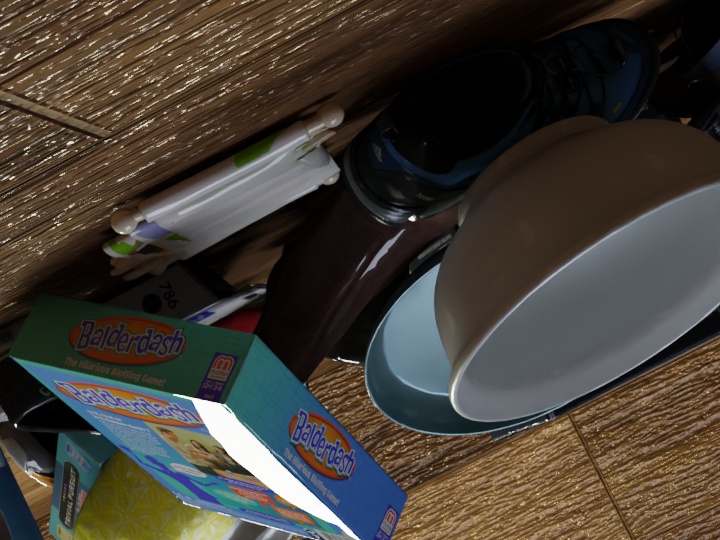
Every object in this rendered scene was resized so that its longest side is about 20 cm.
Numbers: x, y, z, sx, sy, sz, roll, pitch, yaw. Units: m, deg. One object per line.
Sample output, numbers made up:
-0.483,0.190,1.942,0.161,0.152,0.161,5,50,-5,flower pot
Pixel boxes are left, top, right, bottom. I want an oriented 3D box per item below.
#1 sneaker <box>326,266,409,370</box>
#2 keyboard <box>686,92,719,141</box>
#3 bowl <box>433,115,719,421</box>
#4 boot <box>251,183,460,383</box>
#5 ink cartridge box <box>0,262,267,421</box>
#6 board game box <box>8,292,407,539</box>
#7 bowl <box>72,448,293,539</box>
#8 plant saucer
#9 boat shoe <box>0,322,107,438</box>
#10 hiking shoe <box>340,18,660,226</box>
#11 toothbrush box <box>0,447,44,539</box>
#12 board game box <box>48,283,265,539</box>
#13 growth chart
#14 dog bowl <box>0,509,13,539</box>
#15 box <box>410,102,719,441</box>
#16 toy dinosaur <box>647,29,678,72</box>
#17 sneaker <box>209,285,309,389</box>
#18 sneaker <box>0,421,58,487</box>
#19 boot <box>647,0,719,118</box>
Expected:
0.000,0.000,1.276,0.076,0.091,0.200,7,-166,-18,sneaker
0.218,-0.057,1.210,0.104,0.040,0.200,-51,167,9,keyboard
0.112,-0.016,0.970,0.201,0.090,0.201,-27,156,-13,bowl
-0.009,0.014,1.103,0.167,0.072,0.200,-63,-166,-17,boot
-0.151,0.039,1.220,0.200,0.039,0.099,-26,175,5,ink cartridge box
-0.081,0.089,1.061,0.152,0.045,0.200,10,155,32,board game box
-0.108,0.173,1.412,0.200,0.108,0.200,-44,160,-20,bowl
0.094,0.029,1.175,0.200,0.027,0.200,-13,140,-11,plant saucer
-0.146,0.078,1.154,0.200,0.057,0.069,12,136,-47,boat shoe
0.088,-0.085,0.987,0.200,0.074,0.087,-28,170,-25,hiking shoe
-0.340,0.208,1.355,0.200,0.147,0.085,-22,173,-35,toothbrush box
-0.150,0.119,1.455,0.200,0.047,0.151,-38,158,-34,board game box
-0.071,-0.035,0.995,0.145,0.018,0.200,-26,175,-2,growth chart
-0.328,0.212,1.246,0.200,0.200,0.059,-23,-164,-37,dog bowl
0.153,-0.012,1.357,0.200,0.197,0.124,-24,174,-21,box
0.133,-0.057,1.196,0.077,0.200,0.102,3,-172,-21,toy dinosaur
-0.096,0.060,1.296,0.085,0.077,0.200,-16,-169,-23,sneaker
-0.209,0.108,1.481,0.077,0.078,0.200,-45,170,28,sneaker
0.219,-0.148,1.190,0.097,0.075,0.200,2,165,-30,boot
